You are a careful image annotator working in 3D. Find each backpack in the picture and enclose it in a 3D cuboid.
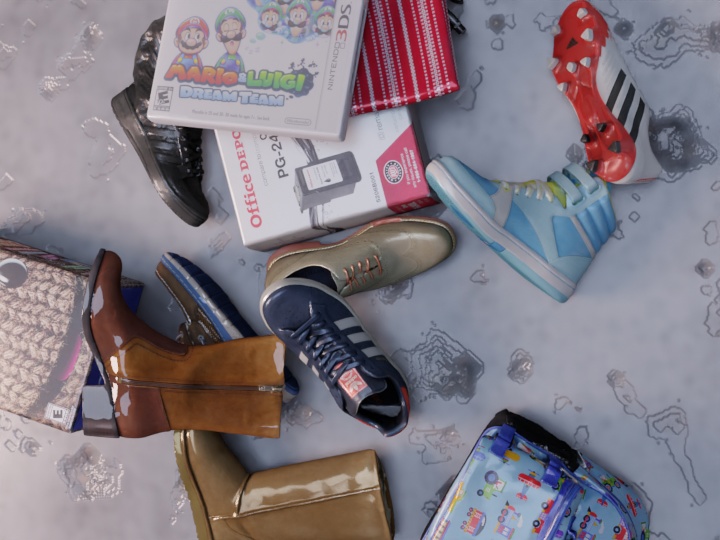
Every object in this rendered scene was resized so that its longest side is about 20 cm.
[{"bbox_3d":[0.174,0.257,1.374,0.200,0.135,0.183,32,96,6],"label":"backpack"}]

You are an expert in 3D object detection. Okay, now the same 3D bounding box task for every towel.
[{"bbox_3d":[-0.011,-0.221,1.389,0.199,0.022,0.145,-11,77,11],"label":"towel"}]

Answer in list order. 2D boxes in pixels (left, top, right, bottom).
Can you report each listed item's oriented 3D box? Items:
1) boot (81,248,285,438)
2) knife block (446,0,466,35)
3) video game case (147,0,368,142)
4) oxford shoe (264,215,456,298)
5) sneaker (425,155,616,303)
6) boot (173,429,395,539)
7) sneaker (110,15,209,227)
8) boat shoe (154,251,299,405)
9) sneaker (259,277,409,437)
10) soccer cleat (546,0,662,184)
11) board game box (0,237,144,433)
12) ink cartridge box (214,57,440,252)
[{"bbox_3d":[-0.171,0.072,1.396,0.199,0.068,0.189,-1,84,-7],"label":"boot"},{"bbox_3d":[0.007,-0.281,1.441,0.199,0.064,0.176,2,89,11],"label":"knife block"},{"bbox_3d":[-0.097,-0.223,1.385,0.199,0.024,0.183,7,81,14],"label":"video game case"},{"bbox_3d":[0.000,0.000,1.426,0.199,0.074,0.071,-16,114,11],"label":"oxford shoe"},{"bbox_3d":[0.165,-0.075,1.386,0.200,0.080,0.131,40,92,-23],"label":"sneaker"},{"bbox_3d":[-0.077,0.205,1.451,0.199,0.066,0.176,-9,106,11],"label":"boot"},{"bbox_3d":[-0.187,-0.153,1.479,0.104,0.060,0.200,-34,80,13],"label":"sneaker"},{"bbox_3d":[-0.153,0.071,1.465,0.072,0.072,0.200,-41,83,9],"label":"boat shoe"},{"bbox_3d":[-0.018,0.088,1.388,0.075,0.085,0.200,-41,117,15],"label":"sneaker"},{"bbox_3d":[0.242,-0.173,1.401,0.069,0.085,0.201,-35,58,40],"label":"soccer cleat"},{"bbox_3d":[-0.351,0.061,1.489,0.199,0.097,0.160,17,93,10],"label":"board game box"},{"bbox_3d":[-0.036,-0.114,1.438,0.199,0.083,0.146,-15,86,10],"label":"ink cartridge box"}]
